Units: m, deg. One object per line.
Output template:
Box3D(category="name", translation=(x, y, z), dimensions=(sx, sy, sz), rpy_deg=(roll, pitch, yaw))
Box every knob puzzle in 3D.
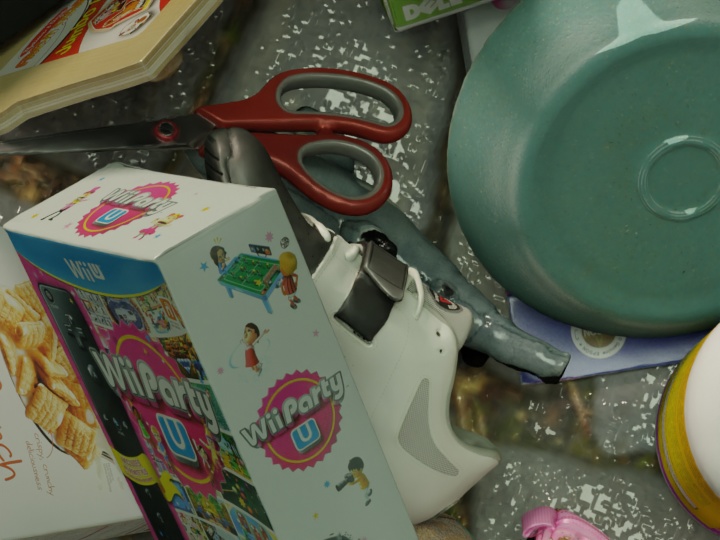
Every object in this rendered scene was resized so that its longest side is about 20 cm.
Box3D(category="knob puzzle", translation=(-0.107, -0.120, 1.118), dimensions=(0.219, 0.220, 0.031), rpy_deg=(-39, 114, -6))

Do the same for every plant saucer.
Box3D(category="plant saucer", translation=(0.138, -0.048, 1.067), dimensions=(0.198, 0.036, 0.201), rpy_deg=(-3, 120, -5))

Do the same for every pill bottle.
Box3D(category="pill bottle", translation=(0.184, 0.063, 1.032), dimensions=(0.103, 0.200, 0.105), rpy_deg=(0, 82, 2))

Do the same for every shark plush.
Box3D(category="shark plush", translation=(0.000, 0.000, 1.116), dimensions=(0.091, 0.083, 0.200), rpy_deg=(-43, 79, -7))

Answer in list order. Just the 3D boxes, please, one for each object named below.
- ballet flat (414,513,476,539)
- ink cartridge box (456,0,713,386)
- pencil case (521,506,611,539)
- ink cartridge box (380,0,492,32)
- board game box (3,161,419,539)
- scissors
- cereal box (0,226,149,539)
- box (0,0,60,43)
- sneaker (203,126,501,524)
Box3D(category="ballet flat", translation=(-0.004, 0.197, 1.074), dimensions=(0.067, 0.068, 0.201), rpy_deg=(22, 78, 43))
Box3D(category="ink cartridge box", translation=(0.154, -0.060, 1.145), dimensions=(0.195, 0.043, 0.201), rpy_deg=(-9, 76, 0))
Box3D(category="pencil case", translation=(0.147, 0.180, 1.066), dimensions=(0.199, 0.083, 0.087), rpy_deg=(26, 69, 5))
Box3D(category="ink cartridge box", translation=(0.074, -0.158, 1.093), dimensions=(0.147, 0.076, 0.200), rpy_deg=(-18, 34, -1))
Box3D(category="board game box", translation=(-0.056, 0.060, 1.016), dimensions=(0.064, 0.147, 0.201), rpy_deg=(-31, 111, -25))
Box3D(category="scissors", translation=(-0.075, -0.066, 1.084), dimensions=(0.199, 0.014, 0.074), rpy_deg=(7, 62, -8))
Box3D(category="cereal box", translation=(-0.163, 0.052, 1.064), dimensions=(0.039, 0.199, 0.145), rpy_deg=(-28, 76, 36))
Box3D(category="box", translation=(-0.152, -0.226, 1.125), dimensions=(0.200, 0.125, 0.149), rpy_deg=(-37, 47, -5))
Box3D(category="sneaker", translation=(-0.002, 0.017, 1.058), dimensions=(0.088, 0.074, 0.201), rpy_deg=(-26, 110, -3))
